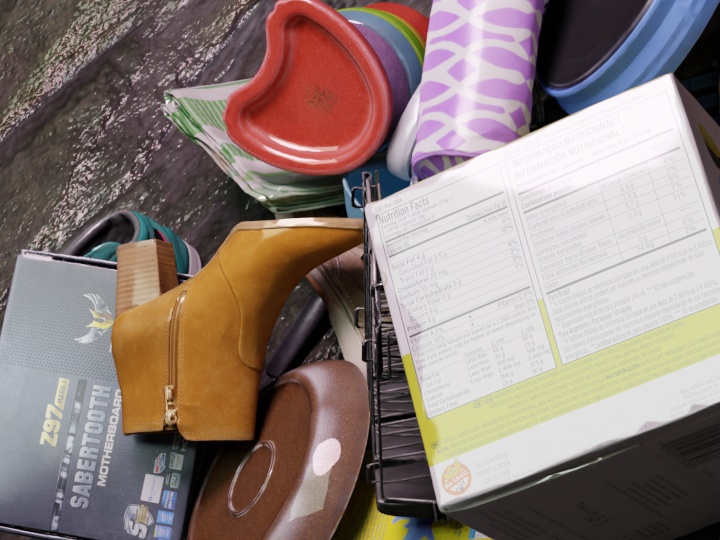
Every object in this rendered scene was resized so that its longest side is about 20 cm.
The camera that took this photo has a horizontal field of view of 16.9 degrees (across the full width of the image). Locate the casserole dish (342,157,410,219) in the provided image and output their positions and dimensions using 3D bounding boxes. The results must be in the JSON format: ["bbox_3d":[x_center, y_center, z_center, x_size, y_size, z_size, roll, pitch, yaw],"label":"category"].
[{"bbox_3d":[0.063,-0.016,1.652,0.200,0.121,0.039,48,135,49],"label":"casserole dish"}]

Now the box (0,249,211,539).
[{"bbox_3d":[-0.181,0.095,1.711,0.157,0.051,0.201,9,80,10],"label":"box"}]

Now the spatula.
[{"bbox_3d":[-0.076,0.085,1.745,0.200,0.021,0.056,-52,46,-7],"label":"spatula"}]

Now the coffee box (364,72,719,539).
[{"bbox_3d":[0.148,0.037,1.405,0.200,0.200,0.198,-23,64,18],"label":"coffee box"}]

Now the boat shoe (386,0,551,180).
[{"bbox_3d":[0.100,-0.128,1.697,0.071,0.072,0.200,35,67,22],"label":"boat shoe"}]

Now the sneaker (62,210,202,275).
[{"bbox_3d":[-0.176,0.034,1.792,0.083,0.121,0.200,-21,48,26],"label":"sneaker"}]

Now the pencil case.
[{"bbox_3d":[0.087,-0.146,1.629,0.084,0.085,0.201,-3,71,39],"label":"pencil case"}]

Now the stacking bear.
[{"bbox_3d":[0.002,-0.143,1.748,0.114,0.200,0.122,32,114,9],"label":"stacking bear"}]

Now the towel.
[{"bbox_3d":[-0.044,-0.099,1.790,0.152,0.023,0.200,-11,30,-25],"label":"towel"}]

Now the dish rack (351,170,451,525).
[{"bbox_3d":[0.024,0.044,1.493,0.054,0.200,0.154,-4,46,-2],"label":"dish rack"}]

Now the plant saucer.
[{"bbox_3d":[-0.063,0.145,1.626,0.200,0.032,0.200,-46,27,31],"label":"plant saucer"}]

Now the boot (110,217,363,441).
[{"bbox_3d":[-0.076,0.042,1.641,0.201,0.071,0.144,-9,84,22],"label":"boot"}]

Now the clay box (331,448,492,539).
[{"bbox_3d":[0.036,0.171,1.565,0.200,0.048,0.115,-9,52,37],"label":"clay box"}]

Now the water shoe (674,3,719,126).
[{"bbox_3d":[0.204,-0.115,1.623,0.071,0.079,0.200,-12,52,33],"label":"water shoe"}]

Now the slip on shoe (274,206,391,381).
[{"bbox_3d":[0.000,0.000,1.703,0.061,0.076,0.200,-45,43,21],"label":"slip on shoe"}]

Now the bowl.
[{"bbox_3d":[0.183,-0.193,1.608,0.201,0.039,0.201,-52,22,31],"label":"bowl"}]
